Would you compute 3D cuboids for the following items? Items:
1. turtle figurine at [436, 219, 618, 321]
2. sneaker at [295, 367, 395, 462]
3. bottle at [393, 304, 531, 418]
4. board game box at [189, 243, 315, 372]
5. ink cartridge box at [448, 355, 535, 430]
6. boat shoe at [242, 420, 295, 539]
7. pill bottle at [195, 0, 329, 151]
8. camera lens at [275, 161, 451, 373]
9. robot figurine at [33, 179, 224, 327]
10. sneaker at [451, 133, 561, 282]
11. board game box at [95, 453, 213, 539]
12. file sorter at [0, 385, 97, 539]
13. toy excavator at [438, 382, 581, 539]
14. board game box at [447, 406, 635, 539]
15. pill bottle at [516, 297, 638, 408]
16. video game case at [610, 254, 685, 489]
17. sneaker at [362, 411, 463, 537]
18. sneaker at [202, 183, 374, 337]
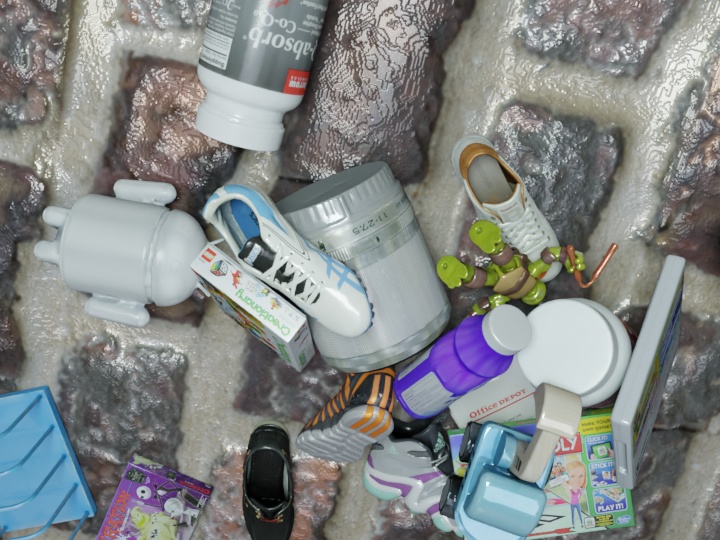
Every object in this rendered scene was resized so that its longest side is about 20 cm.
[{"bbox_3d":[0.169,0.000,0.792,0.200,0.065,0.161,-36,138,26],"label":"turtle figurine"},{"bbox_3d":[-0.010,0.167,0.903,0.077,0.112,0.200,29,142,-20],"label":"sneaker"},{"bbox_3d":[0.106,0.096,0.757,0.065,0.083,0.200,56,147,11],"label":"bottle"},{"bbox_3d":[-0.111,0.048,0.792,0.126,0.200,0.035,36,77,9],"label":"board game box"},{"bbox_3d":[0.187,0.183,0.901,0.117,0.067,0.200,-28,106,11],"label":"ink cartridge box"},{"bbox_3d":[-0.124,0.302,0.959,0.073,0.063,0.202,2,110,-1],"label":"boat shoe"},{"bbox_3d":[-0.104,-0.235,0.749,0.115,0.116,0.201,16,109,-3],"label":"pill bottle"},{"bbox_3d":[0.000,0.000,0.800,0.159,0.160,0.201,-21,106,9],"label":"camera lens"},{"bbox_3d":[-0.262,-0.023,0.828,0.199,0.113,0.170,11,85,-1],"label":"robot figurine"},{"bbox_3d":[0.167,-0.057,0.814,0.073,0.085,0.200,-35,106,11],"label":"sneaker"},{"bbox_3d":[-0.297,0.361,1.004,0.120,0.032,0.201,25,108,-2],"label":"board game box"},{"bbox_3d":[-0.458,0.276,0.932,0.138,0.123,0.201,-12,107,6],"label":"file sorter"},{"bbox_3d":[0.161,0.204,0.736,0.099,0.200,0.195,19,90,2],"label":"toy excavator"},{"bbox_3d":[0.211,0.243,0.850,0.199,0.029,0.135,-9,92,3],"label":"board game box"},{"bbox_3d":[0.242,0.092,0.788,0.114,0.200,0.115,-6,78,26],"label":"pill bottle"},{"bbox_3d":[0.313,0.114,0.784,0.022,0.200,0.182,15,152,30],"label":"video game case"},{"bbox_3d":[0.103,0.240,0.897,0.199,0.078,0.141,16,112,15],"label":"sneaker"},{"bbox_3d":[-0.072,-0.004,0.692,0.200,0.072,0.072,42,123,8],"label":"sneaker"}]
